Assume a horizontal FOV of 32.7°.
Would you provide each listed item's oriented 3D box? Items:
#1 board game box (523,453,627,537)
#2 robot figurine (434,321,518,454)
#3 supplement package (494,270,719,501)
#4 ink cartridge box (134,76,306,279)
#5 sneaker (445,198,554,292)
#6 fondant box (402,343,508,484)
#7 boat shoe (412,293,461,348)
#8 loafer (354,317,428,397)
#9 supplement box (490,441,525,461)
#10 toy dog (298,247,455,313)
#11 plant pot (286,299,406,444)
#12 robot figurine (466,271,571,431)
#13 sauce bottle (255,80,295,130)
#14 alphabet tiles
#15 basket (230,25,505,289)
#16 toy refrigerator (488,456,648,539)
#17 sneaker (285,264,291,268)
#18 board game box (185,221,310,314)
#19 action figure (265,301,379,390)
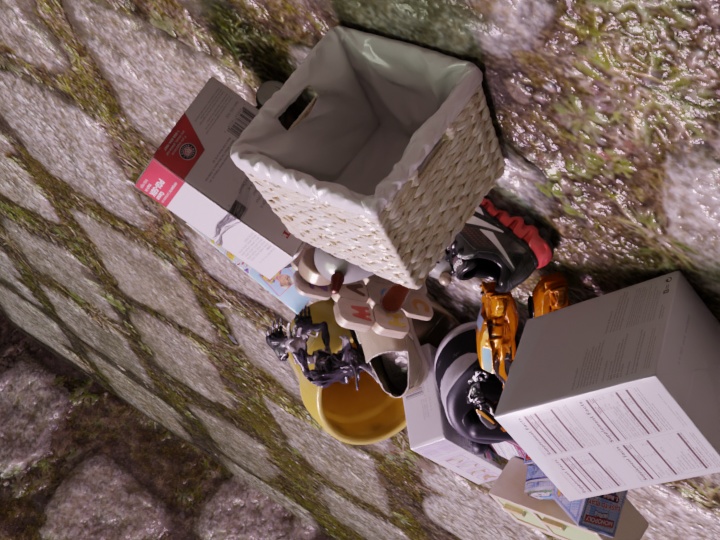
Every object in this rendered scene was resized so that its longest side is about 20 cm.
[{"bbox_3d":[0.266,0.221,1.499,0.062,0.200,0.200,22,158,-25],"label":"board game box"},{"bbox_3d":[0.164,0.146,1.595,0.125,0.150,0.200,43,-168,-19],"label":"robot figurine"},{"bbox_3d":[0.279,0.127,1.306,0.200,0.152,0.151,-22,120,40],"label":"supplement package"},{"bbox_3d":[-0.141,-0.108,1.458,0.200,0.147,0.083,36,147,-9],"label":"ink cartridge box"},{"bbox_3d":[0.115,-0.047,1.387,0.200,0.098,0.071,36,161,12],"label":"sneaker"},{"bbox_3d":[0.133,0.205,1.734,0.058,0.144,0.200,-24,146,26],"label":"fondant box"},{"bbox_3d":[0.075,0.054,1.714,0.200,0.072,0.065,34,-155,-25],"label":"boat shoe"},{"bbox_3d":[0.032,0.083,1.608,0.076,0.068,0.200,-19,113,23],"label":"loafer"},{"bbox_3d":[0.271,0.221,1.656,0.200,0.110,0.086,22,157,38],"label":"supplement box"},{"bbox_3d":[0.026,-0.004,1.466,0.200,0.096,0.132,-6,140,-2],"label":"toy dog"},{"bbox_3d":[-0.019,0.136,1.879,0.201,0.201,0.189,54,170,-35],"label":"plant pot"},{"bbox_3d":[0.195,0.105,1.443,0.058,0.145,0.200,-108,12,-68],"label":"robot figurine"},{"bbox_3d":[-0.111,-0.172,1.553,0.065,0.065,0.200,36,158,8],"label":"sauce bottle"},{"bbox_3d":[0.000,0.000,1.551,0.195,0.200,0.015,13,131,-26],"label":"alphabet tiles"},{"bbox_3d":[0.013,-0.118,1.272,0.200,0.198,0.161,24,157,33],"label":"basket"},{"bbox_3d":[0.266,0.311,1.597,0.200,0.070,0.076,11,150,54],"label":"toy refrigerator"},{"bbox_3d":[-0.157,-0.067,1.620,0.200,0.080,0.086,42,153,15],"label":"sneaker"},{"bbox_3d":[-0.124,-0.051,1.712,0.200,0.105,0.103,40,-163,-1],"label":"board game box"},{"bbox_3d":[-0.052,0.099,1.689,0.200,0.119,0.102,20,127,51],"label":"action figure"}]
